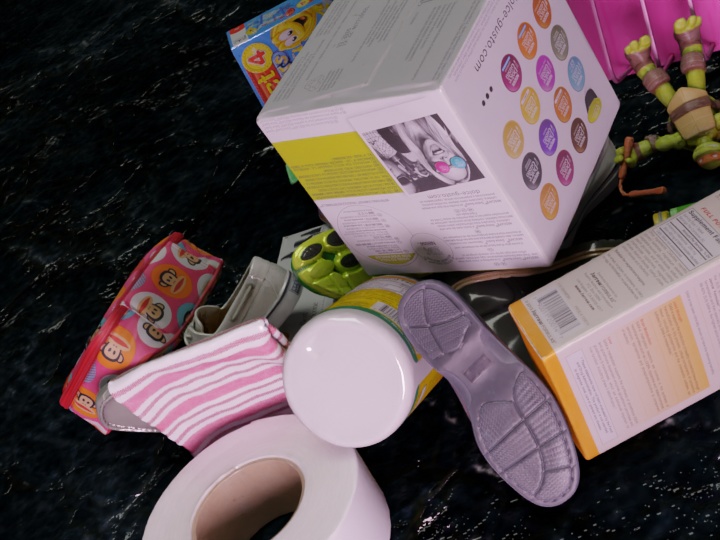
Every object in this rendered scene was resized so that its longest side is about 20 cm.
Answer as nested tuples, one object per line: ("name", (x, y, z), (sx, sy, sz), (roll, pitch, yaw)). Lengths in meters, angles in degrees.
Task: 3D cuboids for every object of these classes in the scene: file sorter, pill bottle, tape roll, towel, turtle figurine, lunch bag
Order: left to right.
("lunch bag", (-0.230, 0.072, 1.246), (0.176, 0.082, 0.200), (-55, 3, 40))
("towel", (-0.109, 0.114, 1.034), (0.146, 0.200, 0.030), (-24, 57, 8))
("tape roll", (-0.078, 0.215, 0.978), (0.201, 0.071, 0.203), (-21, 33, 14))
("pill bottle", (0.018, 0.067, 1.018), (0.112, 0.114, 0.200), (-15, 7, 21))
("file sorter", (0.311, -0.281, 1.263), (0.199, 0.140, 0.125), (-13, 13, 25))
("turtle figurine", (0.331, -0.164, 1.158), (0.199, 0.064, 0.162), (-27, 66, 29))

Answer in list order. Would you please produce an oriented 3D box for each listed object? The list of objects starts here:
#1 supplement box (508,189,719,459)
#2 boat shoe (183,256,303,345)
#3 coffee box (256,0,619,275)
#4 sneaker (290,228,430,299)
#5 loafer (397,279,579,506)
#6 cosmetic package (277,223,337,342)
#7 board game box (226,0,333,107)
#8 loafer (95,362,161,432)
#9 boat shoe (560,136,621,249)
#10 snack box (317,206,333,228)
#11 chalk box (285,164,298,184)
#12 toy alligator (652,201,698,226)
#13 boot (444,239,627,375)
("supplement box", (0.231, 0.041, 0.918), (0.199, 0.126, 0.074), (-28, 37, 1))
("boat shoe", (-0.139, 0.063, 1.170), (0.200, 0.070, 0.071), (-47, 20, 29))
("coffee box", (0.072, -0.134, 1.017), (0.199, 0.198, 0.200), (-4, 45, 41))
("sneaker", (0.000, 0.000, 1.169), (0.083, 0.075, 0.199), (-26, -13, 37))
("loafer", (0.107, 0.089, 0.929), (0.072, 0.201, 0.063), (-38, -8, 16))
("cosmetic package", (-0.051, 0.029, 1.236), (0.082, 0.051, 0.201), (-19, 33, 19))
("board game box", (-0.034, -0.248, 1.469), (0.195, 0.201, 0.056), (-27, 33, 4))
("loafer", (-0.151, 0.119, 1.118), (0.198, 0.070, 0.070), (-12, 29, -4))
("boat shoe", (0.184, -0.068, 1.167), (0.073, 0.067, 0.200), (8, 48, 45))
("snack box", (0.056, -0.089, 1.294), (0.199, 0.024, 0.072), (-23, 28, -20))
("chalk box", (-0.004, -0.170, 1.407), (0.199, 0.124, 0.125), (-27, 32, 4))
("toy alligator", (0.288, -0.030, 1.015), (0.059, 0.055, 0.200), (-14, -1, 17))
("boot", (0.180, 0.055, 1.018), (0.198, 0.078, 0.139), (-9, 59, 4))
